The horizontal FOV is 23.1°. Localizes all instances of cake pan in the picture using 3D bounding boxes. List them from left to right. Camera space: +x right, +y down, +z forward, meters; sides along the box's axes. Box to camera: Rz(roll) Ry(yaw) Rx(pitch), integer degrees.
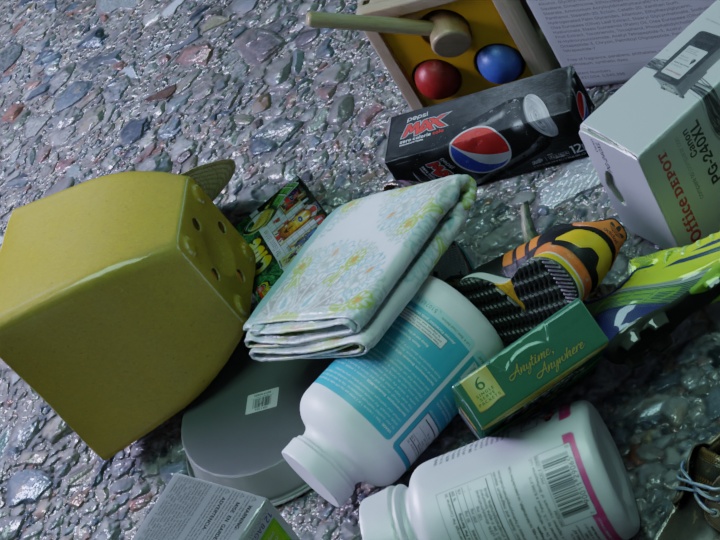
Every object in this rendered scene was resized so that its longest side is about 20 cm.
[{"bbox_3d":[-0.083,0.129,1.631,0.199,0.037,0.201,-19,42,19],"label":"cake pan"}]

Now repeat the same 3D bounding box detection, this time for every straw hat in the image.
[{"bbox_3d":[-0.191,-0.025,1.816,0.200,0.201,0.085,-33,82,3],"label":"straw hat"}]

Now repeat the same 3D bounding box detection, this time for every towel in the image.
[{"bbox_3d":[0.000,0.000,1.555,0.171,0.048,0.200,-8,38,50],"label":"towel"}]

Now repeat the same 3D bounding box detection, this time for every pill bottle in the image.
[{"bbox_3d":[0.024,0.108,1.518,0.200,0.111,0.111,-46,40,-14],"label":"pill bottle"},{"bbox_3d":[0.107,0.188,1.377,0.199,0.114,0.114,-23,41,14],"label":"pill bottle"}]

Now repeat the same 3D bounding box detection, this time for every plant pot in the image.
[{"bbox_3d":[-0.212,0.019,1.674,0.199,0.196,0.195,-27,33,21],"label":"plant pot"}]

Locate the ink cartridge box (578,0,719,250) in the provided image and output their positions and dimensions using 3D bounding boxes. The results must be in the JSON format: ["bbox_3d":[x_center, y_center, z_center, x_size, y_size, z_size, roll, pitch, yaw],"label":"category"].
[{"bbox_3d":[0.304,-0.127,1.524,0.200,0.145,0.083,-42,42,-9],"label":"ink cartridge box"}]

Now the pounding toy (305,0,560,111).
[{"bbox_3d":[0.078,-0.248,1.761,0.183,0.200,0.143,-11,45,27],"label":"pounding toy"}]

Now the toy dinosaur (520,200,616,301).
[{"bbox_3d":[0.161,0.009,1.576,0.088,0.048,0.200,-34,35,-4],"label":"toy dinosaur"}]

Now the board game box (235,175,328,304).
[{"bbox_3d":[-0.075,-0.027,1.749,0.105,0.023,0.200,-42,24,2],"label":"board game box"}]

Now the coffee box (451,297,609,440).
[{"bbox_3d":[0.134,0.086,1.406,0.123,0.200,0.044,-33,79,-3],"label":"coffee box"}]

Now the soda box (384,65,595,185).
[{"bbox_3d":[0.126,-0.132,1.721,0.199,0.063,0.071,-15,43,24],"label":"soda box"}]

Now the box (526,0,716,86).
[{"bbox_3d":[0.282,-0.311,1.701,0.199,0.172,0.200,-3,49,33],"label":"box"}]

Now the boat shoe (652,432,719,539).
[{"bbox_3d":[0.269,0.163,1.319,0.072,0.072,0.200,22,65,46],"label":"boat shoe"}]

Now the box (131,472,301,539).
[{"bbox_3d":[-0.090,0.266,1.372,0.101,0.200,0.113,9,54,40],"label":"box"}]

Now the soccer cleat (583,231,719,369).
[{"bbox_3d":[0.267,0.002,1.463,0.200,0.065,0.084,-32,54,-12],"label":"soccer cleat"}]

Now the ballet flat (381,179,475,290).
[{"bbox_3d":[0.056,-0.019,1.647,0.071,0.069,0.200,7,35,-19],"label":"ballet flat"}]

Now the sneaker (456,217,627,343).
[{"bbox_3d":[0.157,0.004,1.482,0.090,0.070,0.200,-38,5,-22],"label":"sneaker"}]
